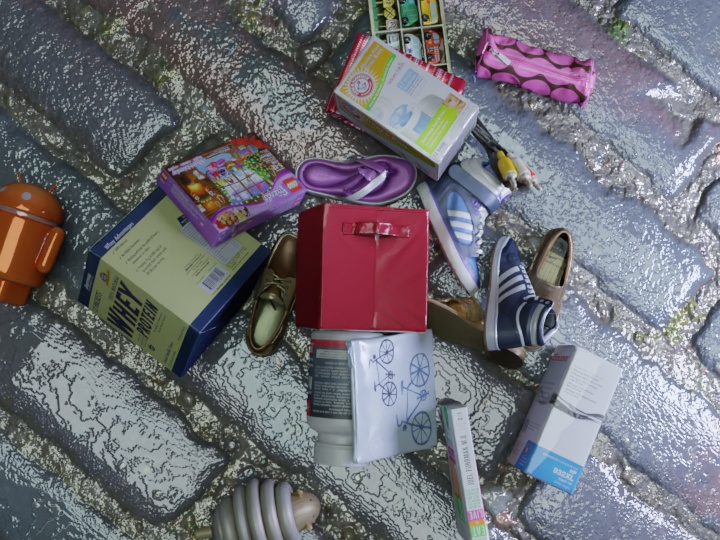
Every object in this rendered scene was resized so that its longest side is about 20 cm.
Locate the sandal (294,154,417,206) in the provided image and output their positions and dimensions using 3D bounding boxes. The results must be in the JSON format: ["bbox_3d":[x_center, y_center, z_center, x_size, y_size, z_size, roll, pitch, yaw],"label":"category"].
[{"bbox_3d":[-0.007,-0.147,1.575,0.199,0.050,0.084,-2,86,0],"label":"sandal"}]

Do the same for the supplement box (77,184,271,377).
[{"bbox_3d":[-0.280,0.007,1.479,0.199,0.135,0.201,36,49,3],"label":"supplement box"}]

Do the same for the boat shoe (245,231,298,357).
[{"bbox_3d":[-0.131,0.040,1.549,0.074,0.074,0.203,14,86,1],"label":"boat shoe"}]

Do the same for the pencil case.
[{"bbox_3d":[0.280,-0.323,1.567,0.197,0.094,0.092,14,86,1],"label":"pencil case"}]

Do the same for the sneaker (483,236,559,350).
[{"bbox_3d":[0.253,0.034,1.511,0.107,0.070,0.203,-2,55,22],"label":"sneaker"}]

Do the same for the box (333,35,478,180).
[{"bbox_3d":[0.068,-0.247,1.503,0.199,0.101,0.113,36,85,8],"label":"box"}]

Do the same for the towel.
[{"bbox_3d":[0.057,-0.279,1.573,0.197,0.022,0.147,24,86,3],"label":"towel"}]

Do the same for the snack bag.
[{"bbox_3d":[0.048,0.193,1.493,0.021,0.198,0.192,-1,92,43],"label":"snack bag"}]

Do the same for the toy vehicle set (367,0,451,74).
[{"bbox_3d":[0.082,-0.360,1.603,0.122,0.027,0.204,-7,85,0],"label":"toy vehicle set"}]

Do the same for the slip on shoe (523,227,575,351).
[{"bbox_3d":[0.294,0.029,1.555,0.075,0.061,0.203,22,86,2],"label":"slip on shoe"}]

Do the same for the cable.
[{"bbox_3d":[0.224,-0.196,1.558,0.050,0.096,0.202,-44,57,32],"label":"cable"}]

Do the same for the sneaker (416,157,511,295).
[{"bbox_3d":[0.189,-0.080,1.554,0.145,0.081,0.203,-25,80,2],"label":"sneaker"}]

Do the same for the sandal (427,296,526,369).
[{"bbox_3d":[0.174,0.077,1.561,0.210,0.078,0.070,29,55,-5],"label":"sandal"}]

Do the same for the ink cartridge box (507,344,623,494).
[{"bbox_3d":[0.311,0.223,1.498,0.083,0.145,0.203,24,86,1],"label":"ink cartridge box"}]

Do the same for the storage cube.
[{"bbox_3d":[0.000,0.000,1.485,0.168,0.200,0.183,2,87,-15],"label":"storage cube"}]

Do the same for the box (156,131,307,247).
[{"bbox_3d":[-0.195,-0.129,1.510,0.137,0.039,0.199,47,45,12],"label":"box"}]

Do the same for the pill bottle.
[{"bbox_3d":[-0.024,0.196,1.514,0.117,0.120,0.204,3,85,0],"label":"pill bottle"}]

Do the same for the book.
[{"bbox_3d":[0.162,0.307,1.498,0.047,0.134,0.204,-9,85,0],"label":"book"}]

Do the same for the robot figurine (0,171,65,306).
[{"bbox_3d":[-0.538,-0.051,1.537,0.115,0.143,0.203,19,86,-28],"label":"robot figurine"}]

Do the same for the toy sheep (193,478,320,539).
[{"bbox_3d":[-0.157,0.382,1.494,0.197,0.138,0.140,-18,86,-1],"label":"toy sheep"}]
